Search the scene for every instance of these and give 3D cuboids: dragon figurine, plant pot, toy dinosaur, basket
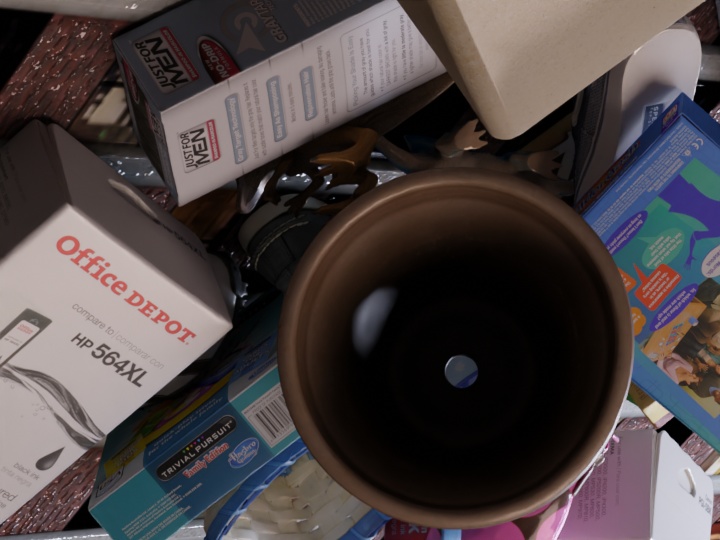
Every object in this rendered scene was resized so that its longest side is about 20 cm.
[{"bbox_3d":[0.058,-0.057,1.671,0.200,0.059,0.099,12,170,-25],"label":"dragon figurine"},{"bbox_3d":[0.056,0.050,1.553,0.200,0.200,0.175,-33,174,-1],"label":"plant pot"},{"bbox_3d":[0.074,-0.226,1.312,0.200,0.200,0.177,-35,142,4],"label":"plant pot"},{"bbox_3d":[-0.001,-0.082,1.550,0.200,0.106,0.060,-23,128,21],"label":"toy dinosaur"},{"bbox_3d":[-0.024,0.159,1.802,0.139,0.200,0.176,7,132,-46],"label":"basket"}]

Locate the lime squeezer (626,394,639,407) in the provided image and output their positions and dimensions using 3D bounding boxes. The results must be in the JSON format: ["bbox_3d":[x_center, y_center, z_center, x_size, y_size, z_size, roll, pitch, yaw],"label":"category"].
[{"bbox_3d":[0.149,0.075,1.835,0.038,0.071,0.200,-52,-171,-19],"label":"lime squeezer"}]

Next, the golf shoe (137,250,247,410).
[{"bbox_3d":[-0.160,0.050,1.618,0.200,0.078,0.094,-36,153,3],"label":"golf shoe"}]

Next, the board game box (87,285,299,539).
[{"bbox_3d":[-0.091,0.088,1.664,0.151,0.047,0.200,-38,-168,8],"label":"board game box"}]

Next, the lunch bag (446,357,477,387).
[{"bbox_3d":[0.114,0.063,1.929,0.161,0.083,0.200,-33,153,-3],"label":"lunch bag"}]

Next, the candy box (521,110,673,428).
[{"bbox_3d":[0.180,-0.012,1.746,0.117,0.200,0.056,-36,157,5],"label":"candy box"}]

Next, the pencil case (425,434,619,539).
[{"bbox_3d":[0.094,0.177,1.792,0.200,0.094,0.091,-67,166,6],"label":"pencil case"}]

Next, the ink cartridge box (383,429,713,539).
[{"bbox_3d":[0.135,0.174,1.904,0.200,0.083,0.147,-4,158,23],"label":"ink cartridge box"}]

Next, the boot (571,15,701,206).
[{"bbox_3d":[0.161,-0.101,1.669,0.073,0.090,0.200,-8,135,-20],"label":"boot"}]

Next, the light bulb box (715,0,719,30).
[{"bbox_3d":[0.335,-0.109,1.758,0.125,0.200,0.198,-30,153,-4],"label":"light bulb box"}]

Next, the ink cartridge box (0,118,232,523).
[{"bbox_3d":[-0.195,0.034,1.502,0.200,0.084,0.146,-40,131,14],"label":"ink cartridge box"}]

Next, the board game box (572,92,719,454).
[{"bbox_3d":[0.219,0.013,1.633,0.152,0.200,0.045,-46,-171,21],"label":"board game box"}]

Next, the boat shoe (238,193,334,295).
[{"bbox_3d":[0.000,0.000,1.724,0.073,0.062,0.200,-45,151,21],"label":"boat shoe"}]

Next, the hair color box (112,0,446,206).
[{"bbox_3d":[-0.032,-0.124,1.489,0.200,0.061,0.099,-28,152,-12],"label":"hair color box"}]
